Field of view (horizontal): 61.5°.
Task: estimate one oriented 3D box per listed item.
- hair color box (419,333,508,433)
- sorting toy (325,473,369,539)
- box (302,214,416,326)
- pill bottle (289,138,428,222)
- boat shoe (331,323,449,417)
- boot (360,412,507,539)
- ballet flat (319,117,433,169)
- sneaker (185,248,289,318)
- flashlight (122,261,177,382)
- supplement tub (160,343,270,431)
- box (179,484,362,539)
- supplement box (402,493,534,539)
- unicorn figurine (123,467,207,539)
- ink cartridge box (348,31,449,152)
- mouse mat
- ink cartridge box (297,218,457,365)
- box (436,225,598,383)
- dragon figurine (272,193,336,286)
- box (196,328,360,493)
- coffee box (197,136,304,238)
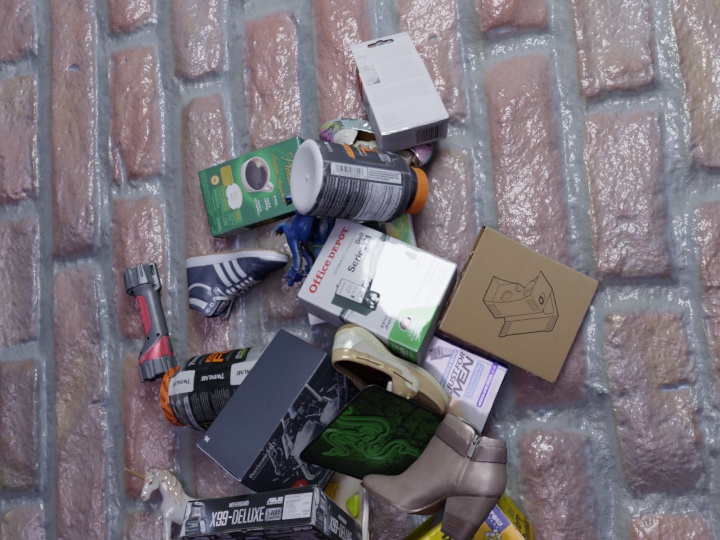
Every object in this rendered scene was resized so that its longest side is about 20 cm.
[{"bbox_3d":[0.115,0.157,0.930,0.198,0.065,0.111,23,93,17],"label":"hair color box"},{"bbox_3d":[-0.060,0.338,0.951,0.197,0.107,0.183,-2,74,22],"label":"sorting toy"},{"bbox_3d":[0.000,0.000,0.987,0.197,0.036,0.147,-13,82,13],"label":"box"},{"bbox_3d":[0.004,-0.127,0.896,0.106,0.197,0.108,-7,82,58],"label":"pill bottle"},{"bbox_3d":[0.038,0.158,0.849,0.199,0.067,0.074,35,134,-12],"label":"boat shoe"},{"bbox_3d":[0.105,0.270,0.836,0.198,0.070,0.148,16,83,31],"label":"boot"},{"bbox_3d":[0.018,-0.200,0.976,0.197,0.072,0.070,12,134,13],"label":"ballet flat"},{"bbox_3d":[-0.209,0.024,1.024,0.197,0.070,0.110,-5,80,22],"label":"sneaker"},{"bbox_3d":[-0.377,0.092,1.070,0.068,0.067,0.203,-29,76,41],"label":"flashlight"},{"bbox_3d":[-0.214,0.193,0.986,0.197,0.122,0.125,-11,83,13],"label":"supplement tub"},{"bbox_3d":[-0.115,0.355,0.820,0.197,0.158,0.050,-14,46,19],"label":"box"},{"bbox_3d":[0.142,0.407,0.878,0.200,0.109,0.110,-43,77,8],"label":"supplement box"},{"bbox_3d":[-0.305,0.416,1.027,0.197,0.074,0.140,6,78,1],"label":"unicorn figurine"},{"bbox_3d":[0.057,-0.286,0.963,0.107,0.051,0.202,-15,61,-5],"label":"ink cartridge box"},{"bbox_3d":[0.032,0.242,0.854,0.161,0.199,0.008,-48,35,18],"label":"mouse mat"},{"bbox_3d":[0.026,0.028,0.899,0.198,0.083,0.148,23,73,16],"label":"ink cartridge box"},{"bbox_3d":[0.231,0.050,0.884,0.198,0.021,0.165,25,91,-9],"label":"box"},{"bbox_3d":[-0.078,-0.075,0.948,0.099,0.058,0.202,36,110,34],"label":"dragon figurine"},{"bbox_3d":[-0.099,0.226,0.878,0.103,0.183,0.201,20,66,39],"label":"box"},{"bbox_3d":[-0.175,-0.140,1.042,0.197,0.044,0.125,-17,82,14],"label":"coffee box"}]
